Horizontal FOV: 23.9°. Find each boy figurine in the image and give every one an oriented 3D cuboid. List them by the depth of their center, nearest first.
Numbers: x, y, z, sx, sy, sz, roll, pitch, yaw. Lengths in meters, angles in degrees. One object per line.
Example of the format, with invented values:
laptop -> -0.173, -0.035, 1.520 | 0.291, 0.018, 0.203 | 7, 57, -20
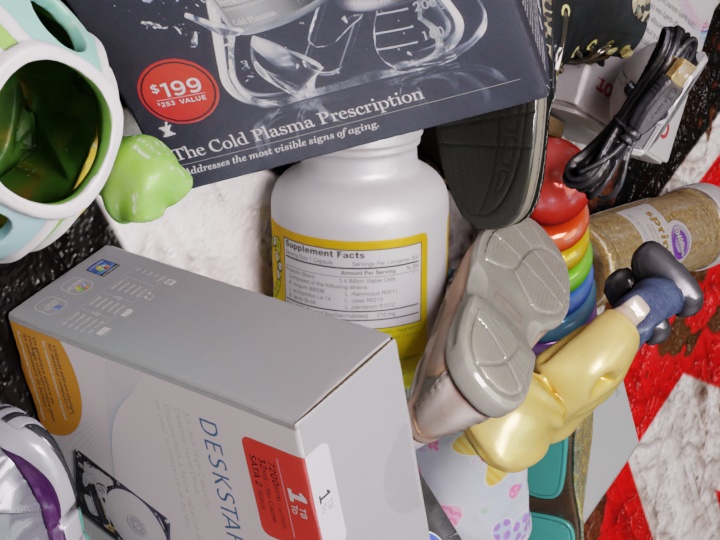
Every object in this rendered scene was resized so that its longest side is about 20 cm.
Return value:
boy figurine -> 0.126, 0.061, 1.042 | 0.199, 0.065, 0.124 | -33, 169, -36

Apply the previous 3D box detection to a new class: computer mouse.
computer mouse -> 0.174, -0.107, 1.050 | 0.110, 0.044, 0.200 | -60, 172, 16

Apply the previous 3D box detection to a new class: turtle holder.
turtle holder -> -0.165, -0.057, 0.729 | 0.141, 0.131, 0.186 | -54, 139, -26

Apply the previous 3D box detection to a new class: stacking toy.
stacking toy -> 0.117, -0.012, 1.104 | 0.086, 0.085, 0.201 | -53, 157, -26

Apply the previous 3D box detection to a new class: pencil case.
pencil case -> 0.065, 0.097, 1.124 | 0.083, 0.091, 0.202 | -21, 120, -22

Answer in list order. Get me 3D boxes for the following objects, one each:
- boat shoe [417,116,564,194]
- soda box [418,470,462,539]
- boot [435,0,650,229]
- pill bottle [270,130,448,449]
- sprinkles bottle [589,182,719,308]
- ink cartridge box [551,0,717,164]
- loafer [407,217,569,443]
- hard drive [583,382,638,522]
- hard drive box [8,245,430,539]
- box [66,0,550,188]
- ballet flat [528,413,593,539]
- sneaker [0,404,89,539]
boat shoe -> 0.073, -0.079, 1.080 | 0.199, 0.070, 0.071 | 15, 86, -53
soda box -> -0.003, 0.135, 0.932 | 0.063, 0.071, 0.201 | -37, 99, -37
boot -> 0.116, -0.124, 1.005 | 0.153, 0.073, 0.206 | 3, 85, -49
pill bottle -> 0.000, 0.000, 0.987 | 0.104, 0.104, 0.202 | -22, 119, -47
sprinkles bottle -> 0.214, -0.019, 1.288 | 0.199, 0.068, 0.069 | -16, 115, -48
ink cartridge box -> 0.176, -0.191, 1.162 | 0.144, 0.084, 0.202 | 20, 87, -53
loafer -> 0.068, 0.030, 0.962 | 0.072, 0.063, 0.200 | 49, 28, -8
hard drive -> 0.143, 0.158, 1.295 | 0.200, 0.026, 0.133 | -48, 136, -30
hard drive box -> -0.068, 0.090, 0.851 | 0.077, 0.199, 0.157 | -38, 130, -38
box -> -0.031, -0.155, 0.797 | 0.105, 0.198, 0.183 | -87, 158, -46
ballet flat -> 0.134, 0.162, 1.214 | 0.070, 0.070, 0.202 | -13, 112, -49
sneaker -> -0.174, 0.170, 0.863 | 0.087, 0.074, 0.201 | -32, 116, -29
